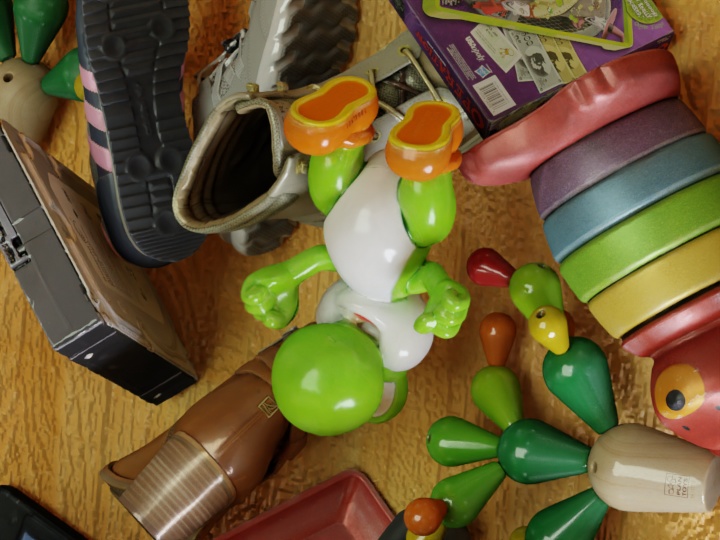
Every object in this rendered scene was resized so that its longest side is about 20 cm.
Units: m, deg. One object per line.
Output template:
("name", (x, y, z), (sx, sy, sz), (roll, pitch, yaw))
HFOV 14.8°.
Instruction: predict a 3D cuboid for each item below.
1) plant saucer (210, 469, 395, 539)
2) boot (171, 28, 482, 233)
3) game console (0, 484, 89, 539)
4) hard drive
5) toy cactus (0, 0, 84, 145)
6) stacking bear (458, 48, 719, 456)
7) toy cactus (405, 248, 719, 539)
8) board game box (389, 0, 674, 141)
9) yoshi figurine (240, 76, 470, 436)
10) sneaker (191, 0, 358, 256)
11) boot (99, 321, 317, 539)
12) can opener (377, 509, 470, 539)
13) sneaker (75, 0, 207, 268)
("plant saucer", (-0.030, 0.235, 1.547), (0.200, 0.199, 0.037), (53, 151, 20))
("boot", (0.001, -0.089, 1.507), (0.200, 0.154, 0.072), (-43, 69, 29))
("game console", (-0.216, 0.253, 1.701), (0.200, 0.119, 0.173), (31, 110, 29))
("hard drive", (-0.162, -0.003, 1.605), (0.038, 0.200, 0.140), (-31, 73, 5))
("toy cactus", (-0.201, -0.137, 1.694), (0.200, 0.102, 0.165), (26, 118, 21))
("stacking bear", (0.158, -0.001, 1.431), (0.121, 0.114, 0.200), (-33, 81, 40))
("toy cactus", (0.108, 0.096, 1.483), (0.165, 0.102, 0.201), (8, 89, 24))
("board game box", (0.064, -0.175, 1.488), (0.120, 0.032, 0.200), (-28, 71, -14))
("yoshi figurine", (-0.002, 0.009, 1.447), (0.112, 0.112, 0.201), (-120, 26, -50))
("sneaker", (-0.064, -0.112, 1.598), (0.082, 0.075, 0.201), (27, 108, 29))
("boot", (-0.069, 0.095, 1.608), (0.155, 0.200, 0.074), (-43, 96, -7))
("can opener", (0.001, 0.218, 1.524), (0.053, 0.200, 0.067), (-9, 123, 48))
("sneaker", (-0.136, -0.099, 1.603), (0.082, 0.070, 0.201), (162, 104, -66))
